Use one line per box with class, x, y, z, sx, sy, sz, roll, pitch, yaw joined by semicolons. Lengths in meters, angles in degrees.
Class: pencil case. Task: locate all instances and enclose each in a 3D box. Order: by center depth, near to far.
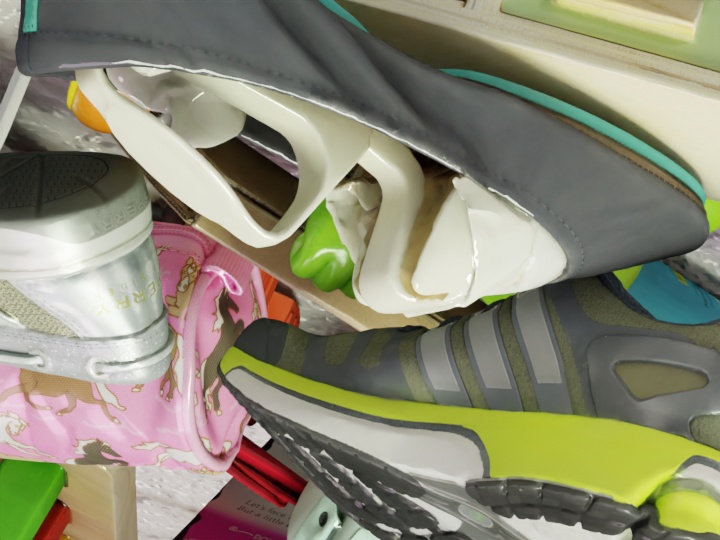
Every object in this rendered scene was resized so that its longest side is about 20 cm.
pencil case;-0.129;0.019;0.957;0.200;0.083;0.087;6;154;18

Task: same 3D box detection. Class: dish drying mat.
dish drying mat;-0.093;0.052;1.202;0.077;0.018;0.200;36;177;-39

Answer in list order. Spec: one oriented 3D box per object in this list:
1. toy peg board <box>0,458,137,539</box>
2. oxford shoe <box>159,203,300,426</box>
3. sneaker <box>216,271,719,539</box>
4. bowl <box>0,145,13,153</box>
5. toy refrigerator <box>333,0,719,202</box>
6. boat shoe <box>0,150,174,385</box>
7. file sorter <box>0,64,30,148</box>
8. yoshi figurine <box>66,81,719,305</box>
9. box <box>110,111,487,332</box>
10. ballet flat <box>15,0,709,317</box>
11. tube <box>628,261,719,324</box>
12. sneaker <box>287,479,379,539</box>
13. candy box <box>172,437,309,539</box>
toy peg board;-0.201;0.095;1.128;0.200;0.098;0.199;28;157;8
oxford shoe;-0.071;0.011;1.107;0.072;0.071;0.200;22;161;9
sneaker;0.042;0.037;0.771;0.200;0.081;0.074;11;150;43
bowl;-0.189;-0.015;1.105;0.200;0.075;0.200;40;156;-22
toy refrigerator;0.019;-0.088;0.737;0.200;0.076;0.070;17;161;10
boat shoe;-0.141;0.001;0.867;0.202;0.074;0.065;0;114;37
file sorter;-0.196;-0.099;0.843;0.200;0.125;0.139;-2;151;48
yoshi figurine;0.013;-0.037;0.847;0.200;0.113;0.112;19;168;-3
box;0.000;0.000;0.958;0.200;0.021;0.163;33;-175;-27
ballet flat;-0.002;-0.029;0.699;0.200;0.073;0.073;28;159;-23
tube;0.147;0.047;1.026;0.200;0.050;0.077;29;179;-31
sneaker;0.030;0.097;1.060;0.074;0.118;0.200;29;-177;-15
candy box;-0.003;0.135;1.200;0.136;0.200;0.061;13;119;20
